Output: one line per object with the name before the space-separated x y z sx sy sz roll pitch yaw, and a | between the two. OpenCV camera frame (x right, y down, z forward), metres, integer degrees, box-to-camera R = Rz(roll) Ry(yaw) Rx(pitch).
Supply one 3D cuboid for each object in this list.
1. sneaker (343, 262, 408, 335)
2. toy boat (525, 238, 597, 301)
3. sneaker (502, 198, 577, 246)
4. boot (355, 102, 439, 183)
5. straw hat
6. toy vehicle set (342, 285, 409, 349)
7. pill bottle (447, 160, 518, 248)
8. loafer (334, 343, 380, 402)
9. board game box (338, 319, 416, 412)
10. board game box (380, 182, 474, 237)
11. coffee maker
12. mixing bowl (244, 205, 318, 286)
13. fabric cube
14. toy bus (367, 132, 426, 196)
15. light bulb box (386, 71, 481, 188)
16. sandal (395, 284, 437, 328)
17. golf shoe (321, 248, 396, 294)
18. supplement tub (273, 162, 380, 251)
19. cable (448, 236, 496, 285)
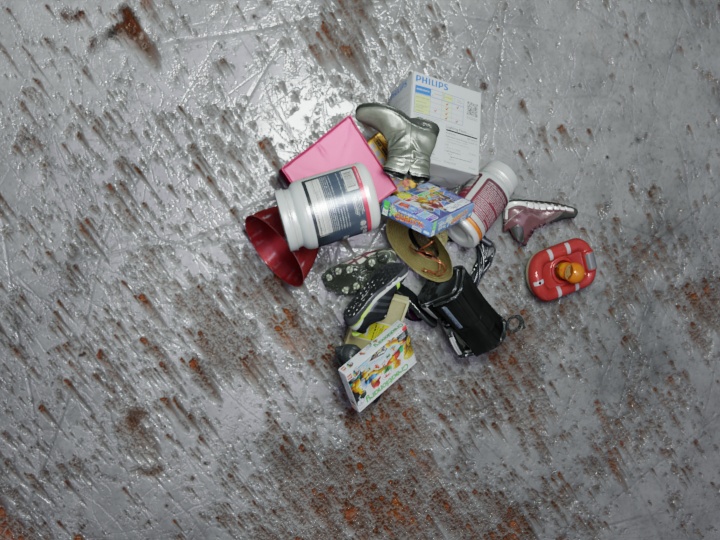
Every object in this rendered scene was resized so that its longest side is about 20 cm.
sneaker | 0.042 0.068 1.476 0.199 0.072 0.083 -43 126 1
toy boat | 0.526 0.003 1.608 0.195 0.131 0.134 -20 99 -7
sneaker | 0.456 -0.119 1.620 0.193 0.076 0.120 6 100 0
boot | 0.068 -0.270 1.335 0.194 0.068 0.134 17 78 2
straw hat | 0.159 -0.077 1.483 0.202 0.200 0.085 49 64 -10
toy vehicle set | 0.033 0.145 1.553 0.121 0.027 0.205 14 114 -10
pill bottle | 0.295 -0.166 1.545 0.114 0.114 0.201 44 73 -11
loafer | -0.002 0.254 1.559 0.069 0.069 0.203 -55 134 -30
board game box | 0.044 0.229 1.510 0.198 0.034 0.129 -37 128 -23
board game box | 0.154 -0.141 1.410 0.133 0.198 0.035 28 122 27
coffee maker | 0.265 0.091 1.531 0.190 0.136 0.201 -34 118 14
mixing bowl | -0.166 -0.076 1.462 0.108 0.199 0.202 -42 101 -24
fabric cube | -0.057 -0.210 1.449 0.198 0.199 0.199 -36 99 -4
toy bus | 0.086 -0.242 1.538 0.078 0.065 0.202 -38 101 -4
light bulb box | 0.172 -0.323 1.474 0.193 0.124 0.207 9 78 -23
sandal | 0.111 0.079 1.583 0.199 0.076 0.048 40 114 -4
golf shoe | 0.000 0.000 1.549 0.194 0.088 0.079 -17 106 15
supplement tub | -0.067 -0.128 1.284 0.194 0.140 0.145 -17 99 -7
cable | 0.244 -0.024 1.597 0.162 0.051 0.201 40 89 -11
